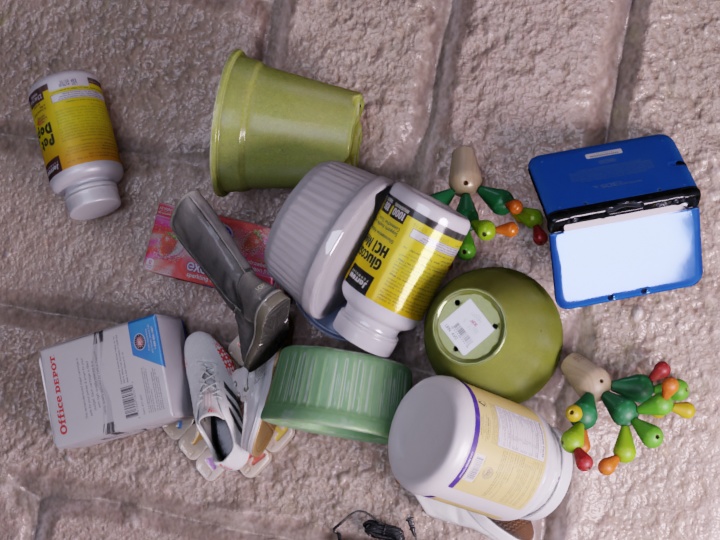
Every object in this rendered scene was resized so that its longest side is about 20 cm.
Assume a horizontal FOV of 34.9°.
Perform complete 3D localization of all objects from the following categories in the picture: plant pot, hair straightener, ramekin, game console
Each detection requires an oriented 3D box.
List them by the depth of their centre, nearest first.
[{"bbox_3d":[0.154,0.079,1.443,0.185,0.200,0.190,-2,84,15],"label":"plant pot"},{"bbox_3d":[-0.041,-0.048,1.465,0.094,0.202,0.204,31,93,15],"label":"ramekin"},{"bbox_3d":[0.328,-0.066,1.479,0.197,0.119,0.172,-10,50,-4],"label":"game console"},{"bbox_3d":[-0.025,0.162,1.491,0.197,0.200,0.099,6,78,16],"label":"ramekin"},{"bbox_3d":[0.055,0.362,1.529,0.198,0.041,0.078,11,86,21],"label":"hair straightener"},{"bbox_3d":[-0.093,-0.189,1.564,0.182,0.200,0.203,8,86,4],"label":"plant pot"}]

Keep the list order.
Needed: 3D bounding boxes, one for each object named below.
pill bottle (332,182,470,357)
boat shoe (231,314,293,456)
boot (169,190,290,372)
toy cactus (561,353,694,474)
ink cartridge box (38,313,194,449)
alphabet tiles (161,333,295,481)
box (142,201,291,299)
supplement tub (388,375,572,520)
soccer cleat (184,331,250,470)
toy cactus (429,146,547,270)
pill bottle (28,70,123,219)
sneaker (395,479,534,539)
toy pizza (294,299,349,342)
[{"bbox_3d":[0.046,0.001,1.439,0.112,0.112,0.202,30,98,17],"label":"pill bottle"},{"bbox_3d":[-0.144,0.154,1.576,0.068,0.071,0.202,7,72,12],"label":"boat shoe"},{"bbox_3d":[-0.178,0.016,1.502,0.200,0.183,0.072,41,51,18],"label":"boot"},{"bbox_3d":[0.311,0.159,1.426,0.199,0.103,0.165,-29,46,-17],"label":"toy cactus"},{"bbox_3d":[-0.343,0.160,1.628,0.198,0.084,0.148,-16,79,19],"label":"ink cartridge box"},{"bbox_3d":[-0.187,0.191,1.624,0.196,0.015,0.200,-46,74,6],"label":"alphabet tiles"},{"bbox_3d":[-0.190,-0.023,1.606,0.198,0.095,0.104,14,87,17],"label":"box"},{"bbox_3d":[0.149,0.223,1.403,0.145,0.199,0.147,-33,45,41],"label":"supplement tub"},{"bbox_3d":[-0.203,0.178,1.577,0.068,0.085,0.202,-20,79,13],"label":"soccer cleat"},{"bbox_3d":[0.147,-0.084,1.532,0.197,0.102,0.167,-8,61,15],"label":"toy cactus"},{"bbox_3d":[-0.414,-0.182,1.680,0.108,0.109,0.202,-20,78,12],"label":"pill bottle"},{"bbox_3d":[0.135,0.306,1.504,0.199,0.073,0.085,36,128,9],"label":"sneaker"},{"bbox_3d":[0.000,0.000,1.568,0.197,0.032,0.203,0,79,0],"label":"toy pizza"}]
